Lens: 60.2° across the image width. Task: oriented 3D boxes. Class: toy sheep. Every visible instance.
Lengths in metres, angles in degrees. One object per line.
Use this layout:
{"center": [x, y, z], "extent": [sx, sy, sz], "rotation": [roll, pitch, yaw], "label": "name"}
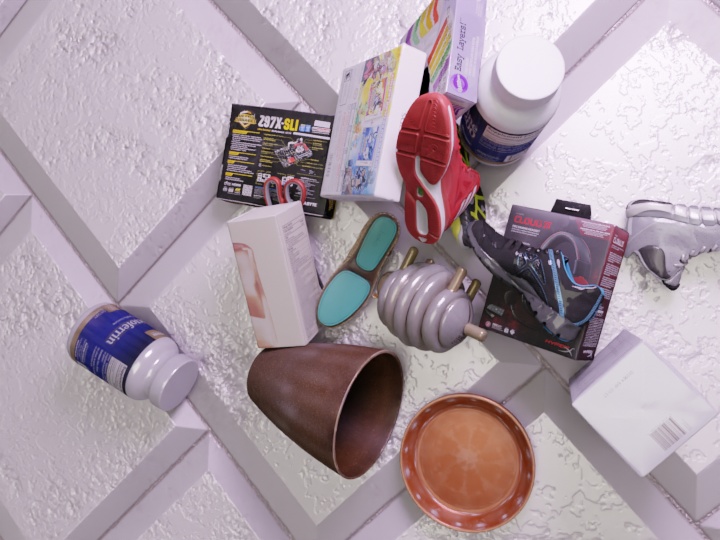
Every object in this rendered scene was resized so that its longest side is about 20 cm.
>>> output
{"center": [0.099, 0.050, 0.893], "extent": [0.199, 0.137, 0.139], "rotation": [26, 97, 45], "label": "toy sheep"}

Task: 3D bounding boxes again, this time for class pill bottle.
{"center": [0.198, -0.221, 0.820], "extent": [0.110, 0.200, 0.112], "rotation": [0, 81, 0], "label": "pill bottle"}
{"center": [-0.381, 0.147, 1.047], "extent": [0.199, 0.116, 0.116], "rotation": [27, 97, 15], "label": "pill bottle"}

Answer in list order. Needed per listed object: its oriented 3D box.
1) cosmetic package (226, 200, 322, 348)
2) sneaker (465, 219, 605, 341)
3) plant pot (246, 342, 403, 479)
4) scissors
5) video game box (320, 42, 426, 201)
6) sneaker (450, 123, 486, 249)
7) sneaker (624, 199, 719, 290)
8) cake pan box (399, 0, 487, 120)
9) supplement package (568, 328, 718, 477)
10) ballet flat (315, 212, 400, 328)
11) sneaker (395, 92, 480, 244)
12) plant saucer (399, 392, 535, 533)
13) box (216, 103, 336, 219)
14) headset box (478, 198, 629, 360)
{"center": [-0.124, 0.006, 0.948], "extent": [0.086, 0.103, 0.202], "rotation": [-5, 105, 20], "label": "cosmetic package"}
{"center": [0.221, -0.005, 0.799], "extent": [0.200, 0.073, 0.082], "rotation": [47, 108, 21], "label": "sneaker"}
{"center": [-0.066, 0.184, 0.932], "extent": [0.199, 0.186, 0.189], "rotation": [14, 93, 31], "label": "plant pot"}
{"center": [-0.103, -0.052, 0.985], "extent": [0.073, 0.014, 0.202], "rotation": [-6, 107, 20], "label": "scissors"}
{"center": [0.013, -0.200, 0.882], "extent": [0.046, 0.182, 0.202], "rotation": [10, 92, -25], "label": "video game box"}
{"center": [0.131, -0.125, 0.925], "extent": [0.076, 0.075, 0.202], "rotation": [-19, 77, 31], "label": "sneaker"}
{"center": [0.450, -0.026, 0.823], "extent": [0.198, 0.075, 0.117], "rotation": [11, 97, 27], "label": "sneaker"}
{"center": [0.102, -0.275, 0.854], "extent": [0.052, 0.184, 0.202], "rotation": [13, 75, -17], "label": "cake pan box"}
{"center": [0.342, 0.155, 0.779], "extent": [0.114, 0.200, 0.110], "rotation": [-46, 77, 12], "label": "supplement package"}
{"center": [0.000, 0.000, 0.959], "extent": [0.070, 0.065, 0.201], "rotation": [35, 100, -1], "label": "ballet flat"}
{"center": [0.107, -0.146, 0.816], "extent": [0.078, 0.115, 0.201], "rotation": [24, 131, 26], "label": "sneaker"}
{"center": [0.157, 0.282, 0.922], "extent": [0.198, 0.032, 0.202], "rotation": [0, 89, 16], "label": "plant saucer"}
{"center": [-0.128, -0.178, 1.010], "extent": [0.198, 0.049, 0.161], "rotation": [10, 90, 17], "label": "box"}
{"center": [0.265, 0.005, 0.850], "extent": [0.148, 0.075, 0.202], "rotation": [19, 95, 38], "label": "headset box"}
